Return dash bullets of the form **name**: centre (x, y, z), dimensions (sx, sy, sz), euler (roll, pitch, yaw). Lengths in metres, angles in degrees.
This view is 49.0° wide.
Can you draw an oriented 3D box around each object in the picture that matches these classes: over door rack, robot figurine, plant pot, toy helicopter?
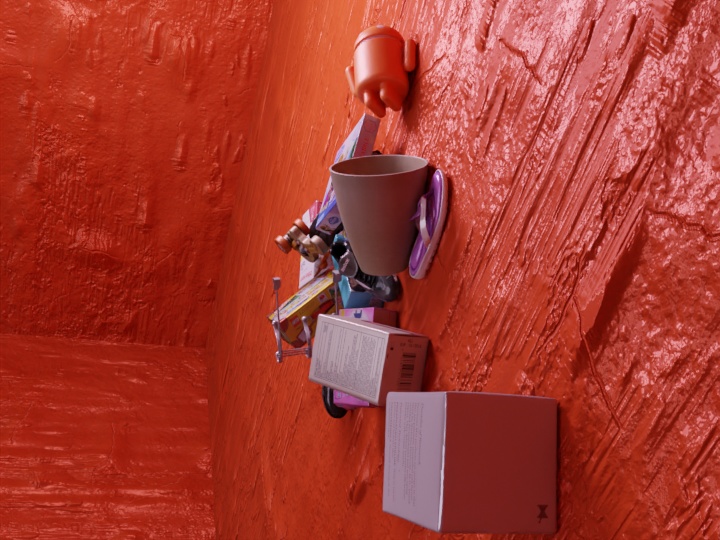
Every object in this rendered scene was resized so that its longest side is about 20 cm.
- **over door rack**: centre (-0.114, 0.092, 1.688), dimensions (0.067, 0.145, 0.203), euler (-127, 34, -60)
- **robot figurine**: centre (0.041, -0.421, 1.642), dimensions (0.144, 0.115, 0.203), euler (130, 142, -60)
- **plant pot**: centre (0.041, -0.101, 1.492), dimensions (0.187, 0.184, 0.203), euler (-133, 36, -67)
- **toy helicopter**: centre (-0.113, -0.047, 1.813), dimensions (0.079, 0.133, 0.200), euler (-42, 14, -15)

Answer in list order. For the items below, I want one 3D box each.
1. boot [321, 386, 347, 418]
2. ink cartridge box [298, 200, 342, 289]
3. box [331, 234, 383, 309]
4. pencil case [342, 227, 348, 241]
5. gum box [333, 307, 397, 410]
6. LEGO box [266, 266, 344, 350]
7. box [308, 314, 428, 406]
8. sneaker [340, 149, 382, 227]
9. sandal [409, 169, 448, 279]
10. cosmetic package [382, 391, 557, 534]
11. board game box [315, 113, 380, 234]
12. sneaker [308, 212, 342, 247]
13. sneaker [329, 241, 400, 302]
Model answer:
- **boot**: centre (-0.025, 0.229, 1.720), dimensions (0.174, 0.068, 0.204), euler (172, 105, -72)
- **ink cartridge box**: centre (-0.098, -0.057, 2.010), dimensions (0.145, 0.082, 0.204), euler (148, 126, -67)
- **box**: centre (-0.007, 0.003, 1.714), dimensions (0.201, 0.081, 0.050), euler (-107, 28, -49)
- **pencil case**: centre (0.022, -0.134, 1.668), dimensions (0.087, 0.077, 0.201), euler (51, 139, 25)
- **gum box**: centre (0.009, 0.179, 1.578), dimensions (0.113, 0.065, 0.204), euler (-7, 77, 50)
- **LEGO box**: centre (-0.105, 0.083, 1.812), dimensions (0.078, 0.199, 0.149), euler (55, 167, -13)
- **box**: centre (0.013, 0.162, 1.443), dimensions (0.198, 0.108, 0.130), euler (11, 92, 48)
- **sneaker**: centre (0.012, -0.178, 1.753), dimensions (0.096, 0.078, 0.201), euler (-90, 24, -50)
- **sandal**: centre (0.113, -0.080, 1.417), dimensions (0.083, 0.049, 0.206), euler (-127, 46, -64)
- **cosmetic package**: centre (0.140, 0.249, 1.046), dimensions (0.200, 0.165, 0.169), euler (156, 119, -69)
- **board game box**: centre (-0.029, -0.203, 1.695), dimensions (0.200, 0.041, 0.202), euler (138, 149, -64)
- **sneaker**: centre (-0.044, -0.147, 1.899), dimensions (0.202, 0.090, 0.076), euler (-62, -13, 9)
- **sneaker**: centre (0.000, 0.000, 1.605), dimensions (0.200, 0.090, 0.067), euler (46, 117, 41)
